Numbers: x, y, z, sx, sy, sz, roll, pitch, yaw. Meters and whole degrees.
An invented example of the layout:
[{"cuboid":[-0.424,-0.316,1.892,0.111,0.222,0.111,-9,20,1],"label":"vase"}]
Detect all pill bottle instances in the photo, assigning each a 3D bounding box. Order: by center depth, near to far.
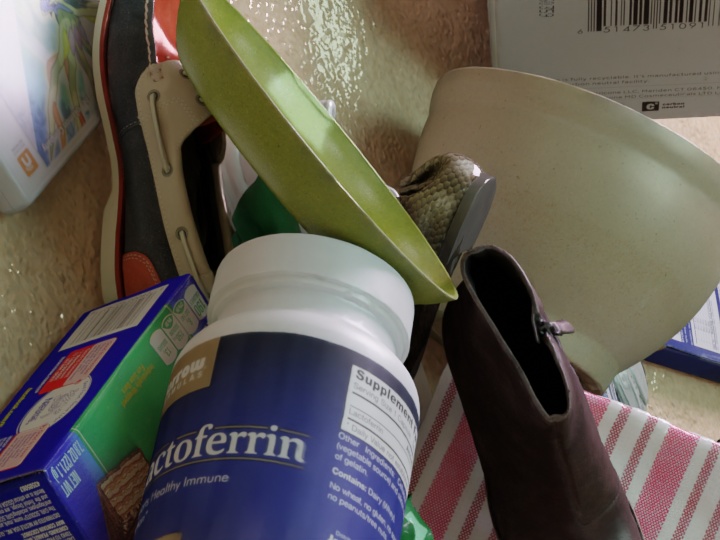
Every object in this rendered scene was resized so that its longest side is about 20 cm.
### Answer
[{"cuboid":[-0.035,0.090,1.271,0.116,0.115,0.201,43,43,-37],"label":"pill bottle"}]

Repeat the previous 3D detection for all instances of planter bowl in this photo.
[{"cuboid":[0.109,-0.009,1.647,0.200,0.200,0.135,36,72,-43],"label":"planter bowl"}]

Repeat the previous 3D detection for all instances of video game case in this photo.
[{"cuboid":[-0.174,-0.152,1.419,0.183,0.022,0.200,59,33,-19],"label":"video game case"}]

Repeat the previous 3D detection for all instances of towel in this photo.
[{"cuboid":[0.116,0.136,1.546,0.199,0.030,0.147,23,78,0],"label":"towel"}]

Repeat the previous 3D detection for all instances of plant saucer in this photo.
[{"cuboid":[-0.027,-0.055,1.372,0.200,0.031,0.200,50,7,-8],"label":"plant saucer"}]

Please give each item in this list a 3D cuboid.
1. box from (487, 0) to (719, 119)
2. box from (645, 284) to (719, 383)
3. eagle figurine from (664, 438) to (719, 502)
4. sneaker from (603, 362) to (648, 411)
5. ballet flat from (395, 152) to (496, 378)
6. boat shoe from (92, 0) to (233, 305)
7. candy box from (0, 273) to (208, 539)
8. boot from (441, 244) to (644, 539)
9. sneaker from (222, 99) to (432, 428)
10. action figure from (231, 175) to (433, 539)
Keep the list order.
[{"cuboid":[0.175,-0.192,1.748,0.200,0.198,0.131,81,7,-62],"label":"box"},{"cuboid":[0.230,0.012,1.947,0.200,0.032,0.122,17,61,-51],"label":"box"},{"cuboid":[0.208,0.181,1.675,0.200,0.152,0.151,-9,66,-50],"label":"eagle figurine"},{"cuboid":[0.147,0.127,1.733,0.085,0.077,0.201,-32,96,-47],"label":"sneaker"},{"cuboid":[0.011,0.028,1.500,0.046,0.201,0.067,28,17,14],"label":"ballet flat"},{"cuboid":[-0.092,-0.065,1.433,0.071,0.062,0.201,20,66,-60],"label":"boat shoe"},{"cuboid":[-0.088,0.133,1.348,0.200,0.077,0.169,60,34,-19],"label":"candy box"},{"cuboid":[0.093,0.092,1.455,0.166,0.072,0.201,79,-14,-78],"label":"boot"},{"cuboid":[0.000,0.000,1.539,0.200,0.088,0.075,59,24,-20],"label":"sneaker"},{"cuboid":[-0.013,0.056,1.430,0.054,0.118,0.201,-17,71,-16],"label":"action figure"}]
